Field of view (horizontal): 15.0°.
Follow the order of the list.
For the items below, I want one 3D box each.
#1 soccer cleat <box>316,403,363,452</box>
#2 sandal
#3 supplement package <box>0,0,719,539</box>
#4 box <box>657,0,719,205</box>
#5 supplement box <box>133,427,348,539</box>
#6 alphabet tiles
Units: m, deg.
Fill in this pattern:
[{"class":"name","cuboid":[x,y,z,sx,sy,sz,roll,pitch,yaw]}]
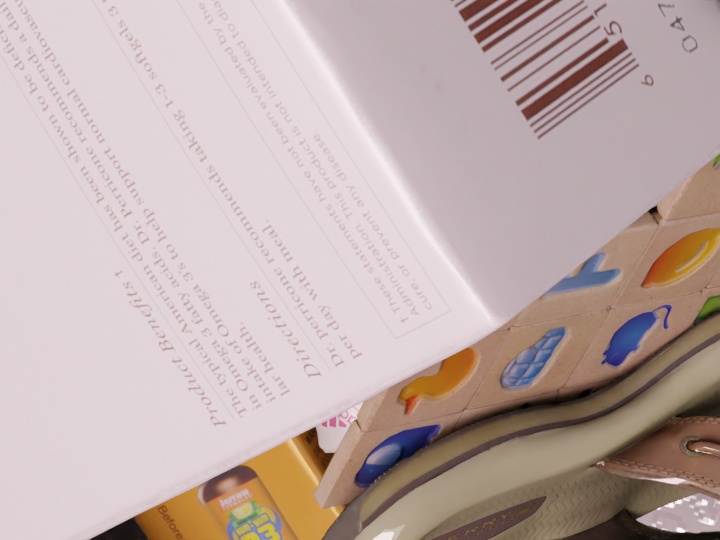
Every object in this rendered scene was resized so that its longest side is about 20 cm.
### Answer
[{"class":"soccer cleat","cuboid":[0.000,0.000,0.808,0.086,0.070,0.200,-45,99,-20]},{"class":"sandal","cuboid":[0.084,0.062,0.753,0.201,0.057,0.080,-22,149,-18]},{"class":"supplement package","cuboid":[-0.031,-0.027,0.608,0.200,0.117,0.117,-28,96,46]},{"class":"box","cuboid":[0.045,-0.107,0.733,0.200,0.097,0.177,-28,103,-7]},{"class":"supplement box","cuboid":[-0.014,0.089,0.856,0.066,0.069,0.200,-28,104,23]},{"class":"alphabet tiles","cuboid":[0.078,0.006,0.731,0.008,0.167,0.200,57,140,29]}]
